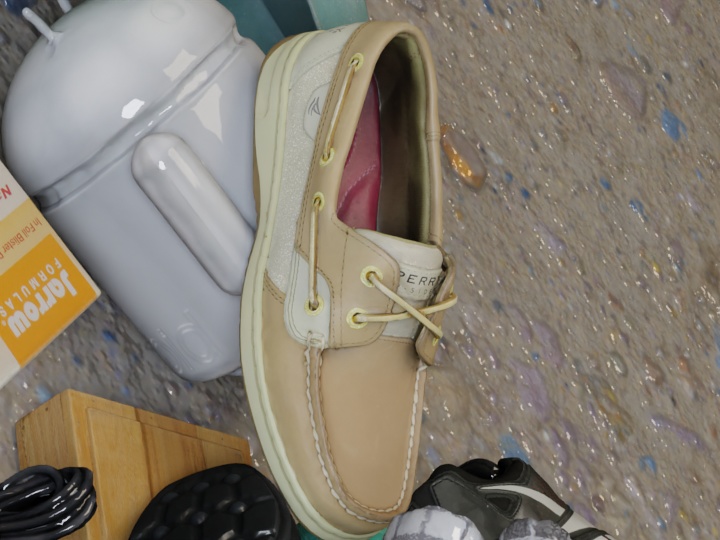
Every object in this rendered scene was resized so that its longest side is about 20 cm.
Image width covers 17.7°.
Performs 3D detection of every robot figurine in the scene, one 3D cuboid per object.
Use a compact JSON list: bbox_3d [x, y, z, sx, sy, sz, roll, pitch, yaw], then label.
[{"bbox_3d":[-0.068,-0.035,0.951,0.200,0.113,0.170,51,-2,-11],"label":"robot figurine"}]

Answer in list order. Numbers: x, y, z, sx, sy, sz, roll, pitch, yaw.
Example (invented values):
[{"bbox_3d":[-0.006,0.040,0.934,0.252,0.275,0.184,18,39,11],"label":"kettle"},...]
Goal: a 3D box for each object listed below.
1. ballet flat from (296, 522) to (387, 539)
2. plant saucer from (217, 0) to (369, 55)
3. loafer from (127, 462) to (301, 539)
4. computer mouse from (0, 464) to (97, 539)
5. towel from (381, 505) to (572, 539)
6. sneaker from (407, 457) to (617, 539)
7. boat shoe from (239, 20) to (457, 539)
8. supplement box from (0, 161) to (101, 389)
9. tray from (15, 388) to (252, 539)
[{"bbox_3d":[0.025,0.168,0.941,0.200,0.067,0.070,60,-6,-32],"label":"ballet flat"},{"bbox_3d":[-0.046,-0.142,1.021,0.036,0.200,0.201,-27,85,-15],"label":"plant saucer"},{"bbox_3d":[-0.043,0.140,0.798,0.201,0.068,0.071,-106,178,-59],"label":"loafer"},{"bbox_3d":[-0.122,0.161,0.738,0.109,0.044,0.201,-9,67,-14],"label":"computer mouse"},{"bbox_3d":[0.037,0.193,0.744,0.200,0.085,0.166,78,22,-55],"label":"towel"},{"bbox_3d":[0.080,0.132,1.047,0.098,0.071,0.200,53,14,28],"label":"sneaker"},{"bbox_3d":[0.000,0.000,0.868,0.074,0.066,0.201,7,73,-44],"label":"boat shoe"},{"bbox_3d":[-0.198,-0.030,0.806,0.200,0.073,0.126,53,32,-8],"label":"supplement box"},{"bbox_3d":[-0.070,0.149,0.865,0.098,0.037,0.201,20,49,-44],"label":"tray"}]
